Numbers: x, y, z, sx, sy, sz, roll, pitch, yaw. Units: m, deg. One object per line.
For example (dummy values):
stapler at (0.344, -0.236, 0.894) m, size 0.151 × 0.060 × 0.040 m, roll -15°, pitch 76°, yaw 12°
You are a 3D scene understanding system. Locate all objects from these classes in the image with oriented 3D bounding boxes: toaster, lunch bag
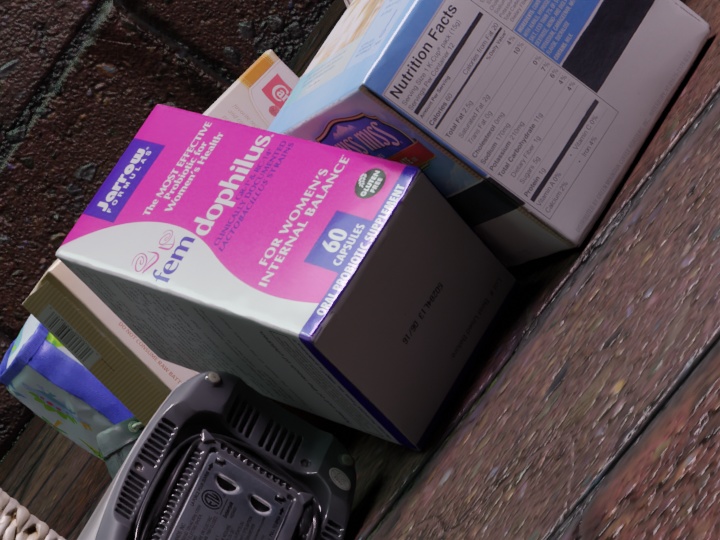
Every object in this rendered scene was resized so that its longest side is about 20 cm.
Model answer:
toaster at (-0.087, 0.156, 1.239) m, size 0.129 × 0.113 × 0.200 m, roll -53°, pitch 9°, yaw 42°
lunch bag at (-0.143, 0.075, 1.685) m, size 0.128 × 0.170 × 0.200 m, roll -54°, pitch 7°, yaw 10°

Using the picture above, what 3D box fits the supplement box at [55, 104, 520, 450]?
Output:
supplement box at (-0.039, 0.000, 1.273) m, size 0.199 × 0.103 × 0.101 m, roll 15°, pitch 66°, yaw 46°

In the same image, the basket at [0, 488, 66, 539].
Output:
basket at (-0.258, 0.253, 1.674) m, size 0.199 × 0.160 × 0.200 m, roll -58°, pitch 7°, yaw -17°

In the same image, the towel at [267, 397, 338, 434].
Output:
towel at (0.000, 0.000, 1.419) m, size 0.201 × 0.023 × 0.144 m, roll -58°, pitch -22°, yaw -17°

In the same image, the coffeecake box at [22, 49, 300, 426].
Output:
coffeecake box at (-0.071, -0.003, 1.505) m, size 0.200 × 0.154 × 0.073 m, roll -47°, pitch 3°, yaw -26°

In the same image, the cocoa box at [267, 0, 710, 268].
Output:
cocoa box at (0.055, -0.089, 1.276) m, size 0.134 × 0.131 × 0.200 m, roll -57°, pitch 11°, yaw -14°

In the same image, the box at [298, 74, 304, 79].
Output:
box at (-0.011, -0.072, 1.667) m, size 0.032 × 0.121 × 0.200 m, roll -57°, pitch 8°, yaw -9°

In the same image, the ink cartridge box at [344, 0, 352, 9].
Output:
ink cartridge box at (0.080, -0.206, 1.596) m, size 0.199 × 0.044 × 0.174 m, roll -19°, pitch 16°, yaw 10°

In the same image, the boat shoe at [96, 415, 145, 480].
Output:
boat shoe at (-0.081, 0.073, 1.581) m, size 0.200 × 0.062 × 0.073 m, roll -40°, pitch -2°, yaw -35°
